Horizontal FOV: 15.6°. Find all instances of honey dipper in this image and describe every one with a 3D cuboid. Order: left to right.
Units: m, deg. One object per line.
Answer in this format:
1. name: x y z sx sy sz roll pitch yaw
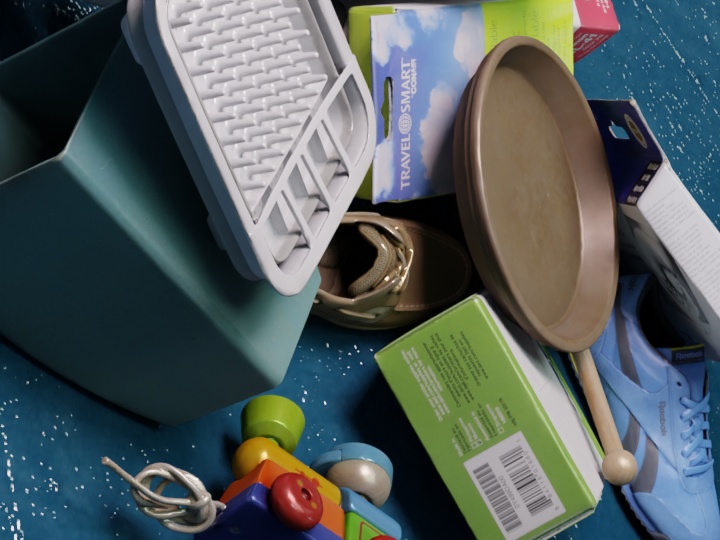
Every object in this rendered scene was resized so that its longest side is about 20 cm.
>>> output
1. honey dipper: 0.147 0.066 1.700 0.038 0.038 0.200 28 30 -32

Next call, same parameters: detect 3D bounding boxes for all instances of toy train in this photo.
1. toy train: -0.058 0.115 1.482 0.200 0.085 0.116 36 35 -25

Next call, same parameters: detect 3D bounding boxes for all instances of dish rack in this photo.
1. dish rack: -0.062 -0.104 1.395 0.201 0.043 0.172 68 32 -31

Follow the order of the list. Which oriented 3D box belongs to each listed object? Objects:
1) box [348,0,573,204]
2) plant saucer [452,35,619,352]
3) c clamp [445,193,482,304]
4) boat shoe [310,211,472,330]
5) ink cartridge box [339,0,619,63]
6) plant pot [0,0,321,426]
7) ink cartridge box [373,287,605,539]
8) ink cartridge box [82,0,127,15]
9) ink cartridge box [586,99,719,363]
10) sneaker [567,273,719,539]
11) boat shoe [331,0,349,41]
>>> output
1. box: 0.060 -0.112 1.676 0.200 0.048 0.123 -11 103 -46
2. plant saucer: 0.109 -0.046 1.644 0.200 0.029 0.201 30 54 -54
3. c clamp: 0.023 -0.060 1.698 0.199 0.027 0.172 -4 84 -45
4. boat shoe: 0.000 0.000 1.602 0.199 0.064 0.072 0 87 -41
5. ink cartridge box: 0.069 -0.216 1.804 0.199 0.085 0.148 0 68 -47
6. plant pot: -0.124 -0.018 1.447 0.200 0.141 0.142 48 41 -25
7. ink cartridge box: 0.089 0.090 1.657 0.148 0.076 0.200 61 9 2
8. ink cartridge box: -0.166 -0.238 1.454 0.199 0.147 0.083 21 36 18
9. ink cartridge box: 0.203 -0.024 1.769 0.200 0.041 0.200 54 -3 -6
10. sneaker: 0.205 0.099 1.758 0.066 0.078 0.201 -11 77 -57
11. boat shoe: -0.050 -0.117 1.630 0.057 0.067 0.200 52 31 -32
